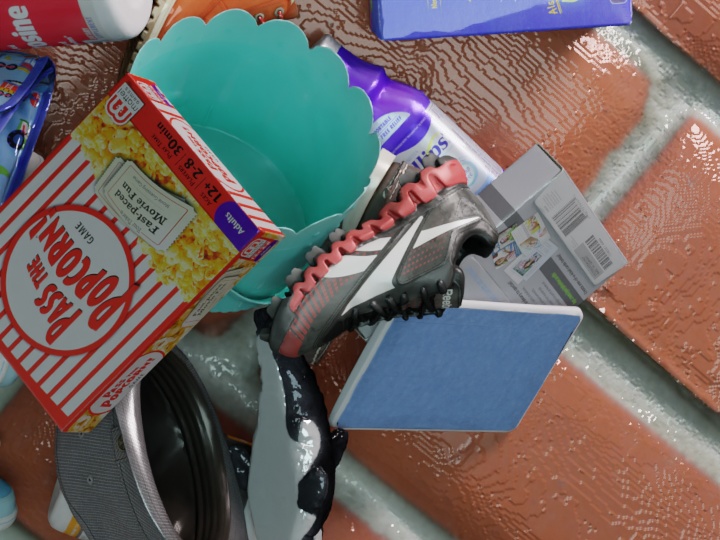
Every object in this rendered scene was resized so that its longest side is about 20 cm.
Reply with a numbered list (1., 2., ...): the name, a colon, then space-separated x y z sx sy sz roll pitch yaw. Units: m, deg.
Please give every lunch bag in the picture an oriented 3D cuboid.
1. lunch bag: -0.322 -0.104 1.617 0.150 0.200 0.094 5 135 11

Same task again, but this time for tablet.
1. tablet: 0.076 0.075 1.708 0.199 0.014 0.130 5 125 -39

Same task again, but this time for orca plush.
1. orca plush: -0.047 0.125 1.652 0.071 0.105 0.201 -8 82 -43

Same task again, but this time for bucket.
1. bucket: -0.098 -0.076 1.625 0.206 0.135 0.208 11 55 -17

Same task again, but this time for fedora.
1. fedora: -0.161 0.148 1.588 0.090 0.177 0.201 -19 84 17

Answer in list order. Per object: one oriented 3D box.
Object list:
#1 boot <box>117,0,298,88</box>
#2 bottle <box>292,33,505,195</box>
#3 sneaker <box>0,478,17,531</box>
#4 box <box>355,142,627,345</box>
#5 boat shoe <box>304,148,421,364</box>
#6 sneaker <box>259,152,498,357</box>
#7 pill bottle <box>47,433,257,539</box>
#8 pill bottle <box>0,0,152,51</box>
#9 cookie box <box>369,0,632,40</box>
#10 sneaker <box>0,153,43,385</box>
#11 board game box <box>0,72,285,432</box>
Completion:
1. boot: -0.106 -0.203 1.678 0.107 0.075 0.200 35 93 -16
2. bottle: 0.031 -0.102 1.713 0.200 0.065 0.084 43 98 -12
3. sneaker: -0.344 0.119 1.681 0.199 0.080 0.131 24 113 -7
4. box: 0.102 0.013 1.712 0.200 0.041 0.156 -42 141 1
5. boat shoe: 0.000 0.000 1.699 0.059 0.072 0.201 27 118 0
6. sneaker: 0.020 0.006 1.585 0.200 0.071 0.098 -39 76 -15
7. pill bottle: -0.137 0.179 1.716 0.199 0.116 0.117 20 97 -10
8. pill bottle: -0.263 -0.220 1.615 0.199 0.112 0.113 -3 101 14
9. cookie box: 0.104 -0.272 1.687 0.199 0.075 0.172 -4 101 -7
10. sneaker: -0.225 0.011 1.646 0.130 0.079 0.201 22 57 -26
11. board game box: -0.173 -0.011 1.495 0.200 0.046 0.152 -45 73 12
